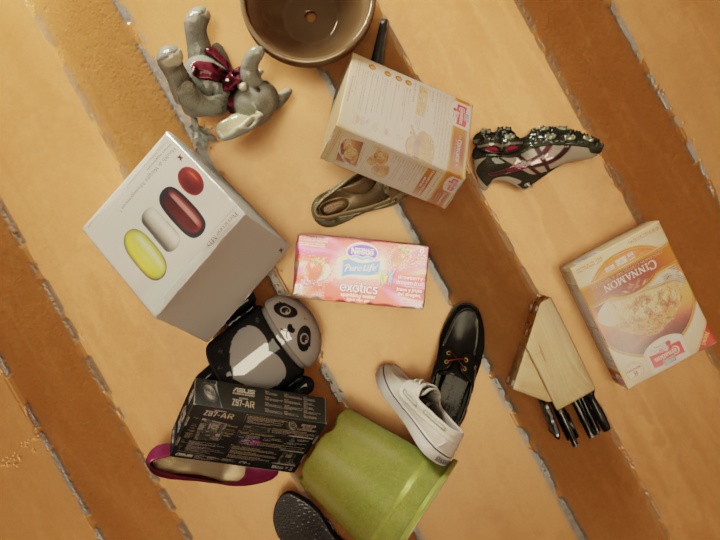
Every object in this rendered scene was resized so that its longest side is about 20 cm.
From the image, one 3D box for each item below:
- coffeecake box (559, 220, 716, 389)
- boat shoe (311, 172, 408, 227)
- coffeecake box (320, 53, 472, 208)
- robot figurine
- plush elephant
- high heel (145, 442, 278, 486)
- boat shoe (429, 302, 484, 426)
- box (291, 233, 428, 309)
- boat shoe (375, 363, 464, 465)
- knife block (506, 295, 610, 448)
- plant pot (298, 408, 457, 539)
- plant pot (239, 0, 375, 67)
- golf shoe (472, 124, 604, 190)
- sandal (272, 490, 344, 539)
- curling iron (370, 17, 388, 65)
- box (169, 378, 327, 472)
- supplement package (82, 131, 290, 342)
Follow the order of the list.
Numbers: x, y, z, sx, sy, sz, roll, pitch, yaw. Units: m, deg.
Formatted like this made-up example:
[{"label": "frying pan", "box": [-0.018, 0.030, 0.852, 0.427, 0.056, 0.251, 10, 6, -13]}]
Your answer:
[{"label": "coffeecake box", "box": [0.417, 0.051, 1.449, 0.151, 0.073, 0.203, -27, 92, 0]}, {"label": "boat shoe", "box": [0.017, -0.122, 1.448, 0.198, 0.063, 0.074, -30, 91, 1]}, {"label": "coffeecake box", "box": [0.055, -0.201, 1.381, 0.197, 0.073, 0.156, 21, 51, -12]}, {"label": "robot figurine", "box": [-0.151, 0.126, 1.426, 0.199, 0.125, 0.151, -36, 131, 2]}, {"label": "plush elephant", "box": [-0.188, -0.268, 1.400, 0.151, 0.166, 0.203, 0, 121, 13]}, {"label": "high heel", "box": [-0.223, 0.300, 1.448, 0.195, 0.096, 0.069, 4, 92, 0]}, {"label": "boat shoe", "box": [0.147, 0.151, 1.461, 0.072, 0.063, 0.206, 14, 91, 2]}, {"label": "box", "box": [0.000, 0.000, 1.434, 0.195, 0.103, 0.097, 5, 92, 1]}, {"label": "boat shoe", "box": [0.088, 0.194, 1.406, 0.071, 0.201, 0.066, 25, 109, -35]}, {"label": "knife block", "box": [0.319, 0.158, 1.458, 0.172, 0.064, 0.204, 18, 92, -1]}, {"label": "plant pot", "box": [0.015, 0.310, 1.414, 0.183, 0.200, 0.202, 35, 92, 10]}, {"label": "plant pot", "box": [-0.076, -0.391, 1.418, 0.196, 0.093, 0.206, 0, 84, -1]}, {"label": "golf shoe", "box": [0.267, -0.171, 1.452, 0.195, 0.077, 0.090, -1, 112, 3]}, {"label": "sandal", "box": [-0.062, 0.420, 1.485, 0.076, 0.043, 0.200, -42, 101, 8]}, {"label": "curling iron", "box": [0.010, -0.286, 1.460, 0.049, 0.026, 0.204, 17, 92, -4]}, {"label": "box", "box": [-0.165, 0.229, 1.396, 0.196, 0.161, 0.044, 11, 49, -18]}, {"label": "supplement package", "box": [-0.249, -0.046, 1.375, 0.192, 0.147, 0.200, -48, 63, 2]}]
